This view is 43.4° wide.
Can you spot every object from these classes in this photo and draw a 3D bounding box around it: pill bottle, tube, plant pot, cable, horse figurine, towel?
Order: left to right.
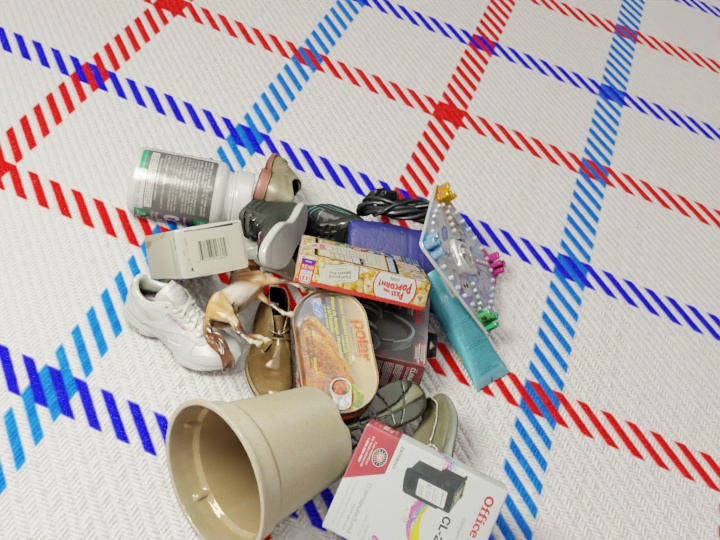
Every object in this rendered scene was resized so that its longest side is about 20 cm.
[{"bbox_3d":[-0.280,-0.134,1.510,0.198,0.114,0.114,10,44,-7],"label":"pill bottle"},{"bbox_3d":[-0.168,0.052,1.316,0.132,0.050,0.200,25,47,15],"label":"horse figurine"},{"bbox_3d":[-0.118,0.236,1.160,0.183,0.201,0.201,-16,52,-43],"label":"plant pot"},{"bbox_3d":[0.070,-0.003,1.517,0.198,0.050,0.149,9,65,-12],"label":"towel"},{"bbox_3d":[0.080,-0.099,1.575,0.162,0.051,0.200,20,11,16],"label":"cable"},{"bbox_3d":[0.162,0.091,1.453,0.077,0.050,0.201,-25,79,-30],"label":"tube"}]

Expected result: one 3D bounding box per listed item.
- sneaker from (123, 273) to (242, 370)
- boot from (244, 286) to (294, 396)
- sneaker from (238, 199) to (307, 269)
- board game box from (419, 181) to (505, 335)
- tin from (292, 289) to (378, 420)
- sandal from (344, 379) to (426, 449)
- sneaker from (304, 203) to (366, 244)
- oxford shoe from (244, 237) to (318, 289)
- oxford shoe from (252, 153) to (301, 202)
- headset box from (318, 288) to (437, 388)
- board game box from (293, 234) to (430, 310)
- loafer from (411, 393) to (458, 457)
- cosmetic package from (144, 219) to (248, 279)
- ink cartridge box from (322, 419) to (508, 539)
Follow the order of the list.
[{"bbox_3d":[-0.261,0.076,1.320,0.199,0.100,0.075,27,43,8],"label":"sneaker"},{"bbox_3d":[-0.131,0.109,1.347,0.073,0.076,0.201,6,46,-14],"label":"boot"},{"bbox_3d":[-0.154,-0.057,1.427,0.098,0.071,0.200,4,25,11],"label":"sneaker"},{"bbox_3d":[0.176,-0.025,1.499,0.200,0.026,0.201,51,29,-20],"label":"board game box"},{"bbox_3d":[-0.037,0.119,1.290,0.111,0.042,0.202,-6,56,-7],"label":"tin"},{"bbox_3d":[0.000,0.214,1.294,0.199,0.057,0.081,-12,72,-13],"label":"sandal"},{"bbox_3d":[-0.079,-0.078,1.564,0.198,0.076,0.079,9,26,-13],"label":"sneaker"},{"bbox_3d":[-0.143,-0.031,1.494,0.198,0.058,0.075,21,46,6],"label":"oxford shoe"},{"bbox_3d":[-0.140,-0.151,1.582,0.074,0.071,0.200,19,22,-5],"label":"oxford shoe"},{"bbox_3d":[0.022,0.100,1.403,0.198,0.078,0.150,13,44,-3],"label":"headset box"},{"bbox_3d":[0.000,0.000,1.388,0.198,0.047,0.152,13,12,-4],"label":"board game box"},{"bbox_3d":[0.093,0.254,1.273,0.069,0.076,0.201,16,44,-8],"label":"loafer"},{"bbox_3d":[-0.251,-0.029,1.361,0.104,0.200,0.072,-11,94,-27],"label":"cosmetic package"},{"bbox_3d":[0.072,0.301,1.164,0.198,0.083,0.147,24,85,7],"label":"ink cartridge box"}]
